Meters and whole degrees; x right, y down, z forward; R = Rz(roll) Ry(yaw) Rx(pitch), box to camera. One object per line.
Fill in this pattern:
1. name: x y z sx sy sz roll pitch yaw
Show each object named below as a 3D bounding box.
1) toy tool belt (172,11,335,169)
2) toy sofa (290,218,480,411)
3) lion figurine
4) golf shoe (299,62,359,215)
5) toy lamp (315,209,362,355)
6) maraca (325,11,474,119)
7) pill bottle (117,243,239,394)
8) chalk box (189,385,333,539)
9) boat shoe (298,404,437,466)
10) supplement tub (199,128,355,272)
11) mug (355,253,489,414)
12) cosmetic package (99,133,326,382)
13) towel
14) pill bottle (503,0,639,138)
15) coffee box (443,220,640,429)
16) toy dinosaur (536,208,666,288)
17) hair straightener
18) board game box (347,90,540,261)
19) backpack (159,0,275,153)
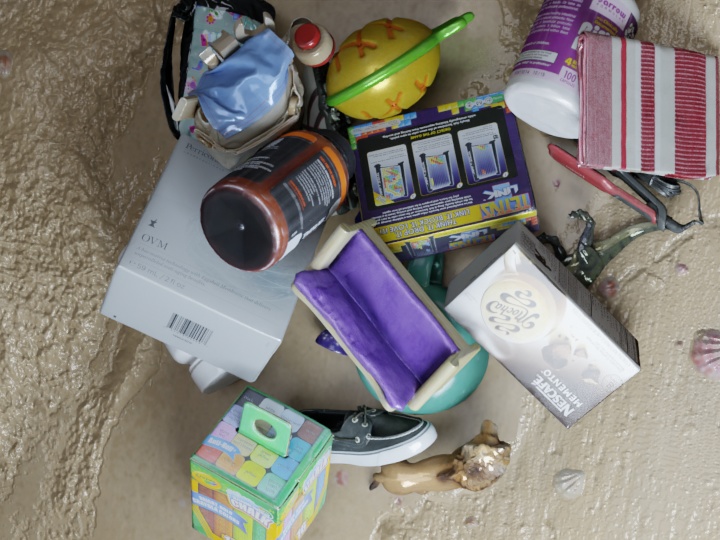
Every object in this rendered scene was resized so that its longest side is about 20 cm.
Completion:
1. toy tool belt: -0.117 -0.218 1.303 0.200 0.123 0.125 -47 64 -2
2. toy sofa: 0.025 0.047 1.258 0.200 0.097 0.083 51 125 14
3. lion figurine: 0.084 0.231 1.347 0.198 0.122 0.073 -21 81 16
4. golf shoe: -0.053 -0.165 1.439 0.087 0.077 0.202 -14 82 23
5. toy lamp: 0.000 0.000 1.423 0.058 0.058 0.202 22 94 17
6. maraca: 0.045 -0.247 1.371 0.199 0.137 0.108 -33 105 -11
7. pill bottle: -0.206 0.043 1.453 0.113 0.113 0.201 -36 78 12
8. chalk box: -0.115 0.232 1.355 0.124 0.201 0.124 26 51 17
9. boat shoe: -0.003 0.189 1.376 0.199 0.069 0.057 -10 112 37
10. supplement tub: -0.081 -0.087 1.287 0.106 0.200 0.108 16 125 24
11. mug: 0.060 0.076 1.367 0.151 0.114 0.186 -31 79 13
12. cosmetic package: -0.165 -0.015 1.360 0.198 0.123 0.201 25 55 -9
13. towel: 0.317 -0.177 1.285 0.023 0.198 0.146 -3 85 60
14. pill bottle: 0.248 -0.261 1.320 0.111 0.112 0.202 21 79 17
15. coffee box: 0.202 0.060 1.298 0.200 0.080 0.113 44 112 -8
16. toy dinosaur: 0.252 -0.020 1.350 0.200 0.047 0.088 -41 94 9
17. hair straightener: 0.311 -0.113 1.330 0.199 0.041 0.077 37 83 26
18. board game box: 0.095 -0.107 1.359 0.198 0.057 0.167 -12 65 8
19. backpack: -0.166 -0.241 1.439 0.125 0.167 0.202 11 96 12
